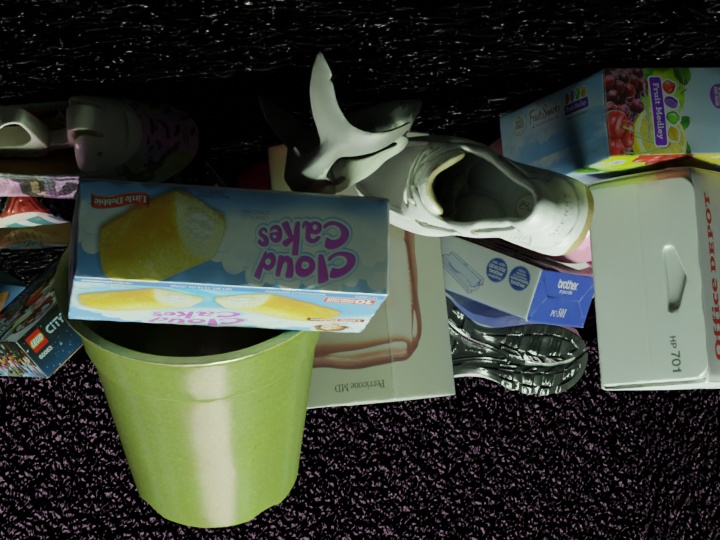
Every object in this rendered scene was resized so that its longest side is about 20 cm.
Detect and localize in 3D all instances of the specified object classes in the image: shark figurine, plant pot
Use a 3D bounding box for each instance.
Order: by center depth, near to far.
[{"bbox_3d":[-0.033,-0.087,1.549,0.128,0.090,0.214,-40,177,8],"label":"shark figurine"},{"bbox_3d":[-0.108,0.074,1.695,0.199,0.191,0.201,-2,-142,1],"label":"plant pot"}]

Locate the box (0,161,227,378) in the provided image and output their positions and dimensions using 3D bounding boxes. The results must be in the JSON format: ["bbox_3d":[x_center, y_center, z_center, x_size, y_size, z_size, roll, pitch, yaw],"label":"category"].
[{"bbox_3d":[-0.197,0.000,1.796,0.200,0.038,0.136,-45,-164,-19],"label":"box"}]

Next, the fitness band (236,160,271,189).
[{"bbox_3d":[0.000,-0.071,1.910,0.199,0.038,0.144,-7,174,6],"label":"fitness band"}]

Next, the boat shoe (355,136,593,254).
[{"bbox_3d":[0.064,-0.060,1.627,0.199,0.071,0.069,11,176,41],"label":"boat shoe"}]

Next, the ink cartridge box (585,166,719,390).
[{"bbox_3d":[0.240,0.009,1.672,0.085,0.147,0.200,-6,175,31],"label":"ink cartridge box"}]

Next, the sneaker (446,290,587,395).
[{"bbox_3d":[0.077,0.047,1.870,0.199,0.074,0.079,16,-165,-15],"label":"sneaker"}]

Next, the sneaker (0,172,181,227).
[{"bbox_3d":[-0.227,-0.067,1.686,0.199,0.071,0.093,-7,-168,-2],"label":"sneaker"}]

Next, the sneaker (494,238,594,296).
[{"bbox_3d":[0.114,-0.013,1.960,0.075,0.091,0.200,-17,-169,-33],"label":"sneaker"}]

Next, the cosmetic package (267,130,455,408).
[{"bbox_3d":[0.000,0.000,1.773,0.103,0.201,0.087,-10,175,34],"label":"cosmetic package"}]

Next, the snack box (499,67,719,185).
[{"bbox_3d":[0.223,-0.097,1.673,0.199,0.068,0.169,-1,173,-22],"label":"snack box"}]

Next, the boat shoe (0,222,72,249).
[{"bbox_3d":[-0.230,-0.052,1.771,0.199,0.071,0.069,-7,-175,20],"label":"boat shoe"}]

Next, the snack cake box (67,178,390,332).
[{"bbox_3d":[-0.087,-0.007,1.528,0.199,0.068,0.115,3,164,-8],"label":"snack cake box"}]

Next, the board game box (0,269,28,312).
[{"bbox_3d":[-0.362,-0.008,1.802,0.151,0.047,0.200,29,-175,18],"label":"board game box"}]

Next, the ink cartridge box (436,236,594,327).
[{"bbox_3d":[0.075,-0.009,1.833,0.199,0.044,0.094,21,-173,32],"label":"ink cartridge box"}]

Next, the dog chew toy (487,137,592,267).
[{"bbox_3d":[0.173,-0.058,1.808,0.199,0.125,0.124,8,169,-30],"label":"dog chew toy"}]

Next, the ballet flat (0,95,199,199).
[{"bbox_3d":[-0.203,-0.083,1.516,0.199,0.069,0.071,-4,155,-2],"label":"ballet flat"}]
